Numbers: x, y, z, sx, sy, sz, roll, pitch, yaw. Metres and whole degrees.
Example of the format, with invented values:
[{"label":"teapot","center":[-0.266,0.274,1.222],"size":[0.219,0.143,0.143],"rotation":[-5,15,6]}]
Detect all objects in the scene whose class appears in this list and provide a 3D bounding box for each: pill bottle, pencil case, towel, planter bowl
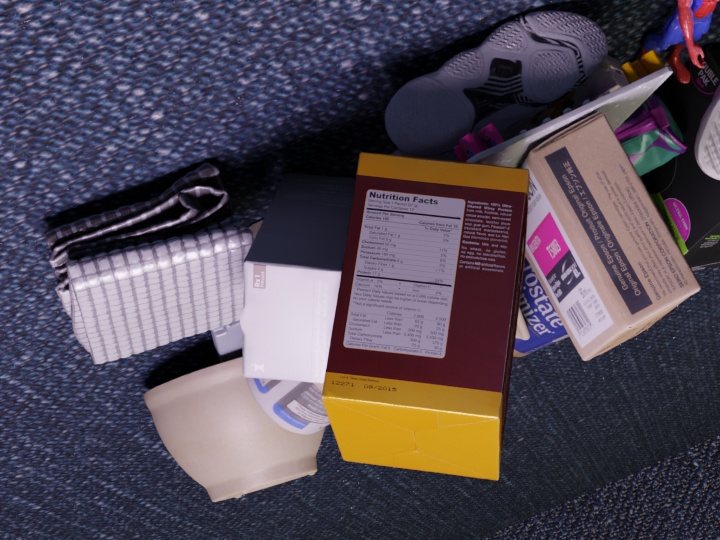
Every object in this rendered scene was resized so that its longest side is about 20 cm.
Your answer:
[{"label":"pill bottle","center":[-0.012,0.066,1.617],"size":[0.200,0.114,0.114],"rotation":[-39,155,32]},{"label":"pencil case","center":[0.205,-0.102,1.563],"size":[0.200,0.085,0.092],"rotation":[-29,175,16]},{"label":"towel","center":[-0.177,-0.003,1.411],"size":[0.165,0.086,0.200],"rotation":[-16,159,-8]},{"label":"pill bottle","center":[0.206,0.004,1.614],"size":[0.200,0.112,0.112],"rotation":[-27,161,31]},{"label":"planter bowl","center":[-0.120,0.170,1.773],"size":[0.200,0.135,0.200],"rotation":[-17,172,-2]}]

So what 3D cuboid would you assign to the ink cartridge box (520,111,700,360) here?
[{"label":"ink cartridge box","center":[0.196,-0.022,1.386],"size":[0.075,0.165,0.200],"rotation":[-28,171,-7]}]

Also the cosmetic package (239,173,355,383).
[{"label":"cosmetic package","center":[-0.042,0.003,1.368],"size":[0.090,0.200,0.107],"rotation":[4,116,3]}]

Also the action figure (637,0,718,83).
[{"label":"action figure","center":[0.296,-0.197,1.409],"size":[0.065,0.099,0.200],"rotation":[-19,157,-14]}]

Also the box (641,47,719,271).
[{"label":"box","center":[0.356,-0.108,1.614],"size":[0.124,0.149,0.200],"rotation":[-9,156,-33]}]

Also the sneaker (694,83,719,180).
[{"label":"sneaker","center":[0.359,-0.174,1.462],"size":[0.201,0.075,0.105],"rotation":[-61,-174,10]}]

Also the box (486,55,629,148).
[{"label":"box","center":[0.154,-0.129,1.505],"size":[0.200,0.039,0.041],"rotation":[-33,158,25]}]

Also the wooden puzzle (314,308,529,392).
[{"label":"wooden puzzle","center":[0.056,0.078,1.506],"size":[0.199,0.037,0.185],"rotation":[-24,159,4]}]

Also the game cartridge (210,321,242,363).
[{"label":"game cartridge","center":[-0.060,0.037,1.707],"size":[0.199,0.041,0.133],"rotation":[-20,156,-8]}]

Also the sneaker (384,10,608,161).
[{"label":"sneaker","center":[0.108,-0.146,1.374],"size":[0.199,0.075,0.115],"rotation":[-27,171,-8]}]

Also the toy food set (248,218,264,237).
[{"label":"toy food set","center":[0.000,0.000,1.514],"size":[0.199,0.144,0.060],"rotation":[-22,158,-4]}]

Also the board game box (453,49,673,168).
[{"label":"board game box","center":[0.142,-0.104,1.382],"size":[0.200,0.026,0.200],"rotation":[-25,171,-20]}]

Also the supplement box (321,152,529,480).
[{"label":"supplement box","center":[0.057,0.040,1.305],"size":[0.132,0.201,0.197],"rotation":[7,161,7]}]
